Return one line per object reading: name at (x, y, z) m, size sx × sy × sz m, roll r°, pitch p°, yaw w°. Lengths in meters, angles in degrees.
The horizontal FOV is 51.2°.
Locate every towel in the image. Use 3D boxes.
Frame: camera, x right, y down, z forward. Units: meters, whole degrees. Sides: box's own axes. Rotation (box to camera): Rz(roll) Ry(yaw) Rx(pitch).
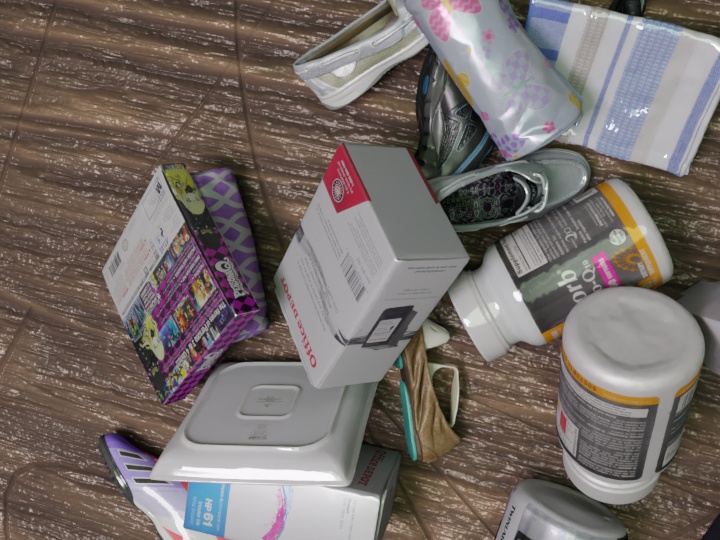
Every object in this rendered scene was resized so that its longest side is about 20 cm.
towel at (0.245, -0.177, 0.734) m, size 0.199 × 0.024 × 0.148 m, roll 18°, pitch 135°, yaw 11°

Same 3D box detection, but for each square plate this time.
square plate at (-0.090, 0.145, 0.773) m, size 0.198 × 0.198 × 0.029 m, roll -1°, pitch 114°, yaw 11°

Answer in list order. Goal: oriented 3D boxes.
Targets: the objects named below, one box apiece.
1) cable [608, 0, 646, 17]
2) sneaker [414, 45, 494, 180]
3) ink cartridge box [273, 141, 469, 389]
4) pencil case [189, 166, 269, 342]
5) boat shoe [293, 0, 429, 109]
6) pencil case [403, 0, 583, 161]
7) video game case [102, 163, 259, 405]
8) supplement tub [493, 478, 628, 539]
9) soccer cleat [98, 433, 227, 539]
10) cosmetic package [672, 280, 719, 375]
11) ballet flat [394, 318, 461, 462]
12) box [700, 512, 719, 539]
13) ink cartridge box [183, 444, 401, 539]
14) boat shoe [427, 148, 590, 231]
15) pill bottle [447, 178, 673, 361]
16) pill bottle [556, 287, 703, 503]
cable at (0.192, -0.295, 0.762) m, size 0.198 × 0.051 × 0.165 m, roll 11°, pitch 98°, yaw 12°
sneaker at (0.099, -0.158, 0.789) m, size 0.081 × 0.073 × 0.202 m, roll 5°, pitch 100°, yaw -6°
ink cartridge box at (0.000, 0.000, 0.732) m, size 0.200 × 0.083 × 0.146 m, roll -59°, pitch 45°, yaw 42°
pencil case at (-0.158, -0.014, 0.837) m, size 0.083 × 0.085 × 0.202 m, roll -11°, pitch 92°, yaw -26°
boat shoe at (0.022, -0.252, 0.776) m, size 0.201 × 0.075 × 0.065 m, roll -35°, pitch 128°, yaw 19°
pencil case at (0.125, -0.204, 0.707) m, size 0.090 × 0.083 × 0.201 m, roll -35°, pitch 100°, yaw -1°
video game case at (-0.199, 0.019, 0.798) m, size 0.200 × 0.036 × 0.182 m, roll -47°, pitch 66°, yaw 41°
supplement tub at (0.183, 0.329, 0.768) m, size 0.122 × 0.123 × 0.202 m, roll 19°, pitch 96°, yaw 9°
soccer cleat at (-0.227, 0.259, 0.880) m, size 0.073 × 0.068 × 0.200 m, roll -40°, pitch 81°, yaw -13°
cosmetic package at (0.341, 0.059, 0.680) m, size 0.050 × 0.200 × 0.083 m, roll -32°, pitch 87°, yaw 9°
ballet flat at (0.068, 0.104, 0.811) m, size 0.072 × 0.068 × 0.202 m, roll -14°, pitch 90°, yaw -8°
box at (0.420, 0.355, 0.734) m, size 0.199 × 0.104 × 0.183 m, roll 32°, pitch 100°, yaw 7°
ink cartridge box at (-0.065, 0.231, 0.798) m, size 0.198 × 0.144 × 0.085 m, roll 9°, pitch 96°, yaw 10°
boat shoe at (0.149, -0.074, 0.744) m, size 0.199 × 0.071 × 0.071 m, roll -14°, pitch 106°, yaw -14°
pill bottle at (0.193, 0.004, 0.748) m, size 0.199 × 0.116 × 0.117 m, roll -30°, pitch 88°, yaw 11°
pill bottle at (0.241, 0.122, 0.697) m, size 0.115 × 0.117 × 0.201 m, roll 1°, pitch 134°, yaw 11°
